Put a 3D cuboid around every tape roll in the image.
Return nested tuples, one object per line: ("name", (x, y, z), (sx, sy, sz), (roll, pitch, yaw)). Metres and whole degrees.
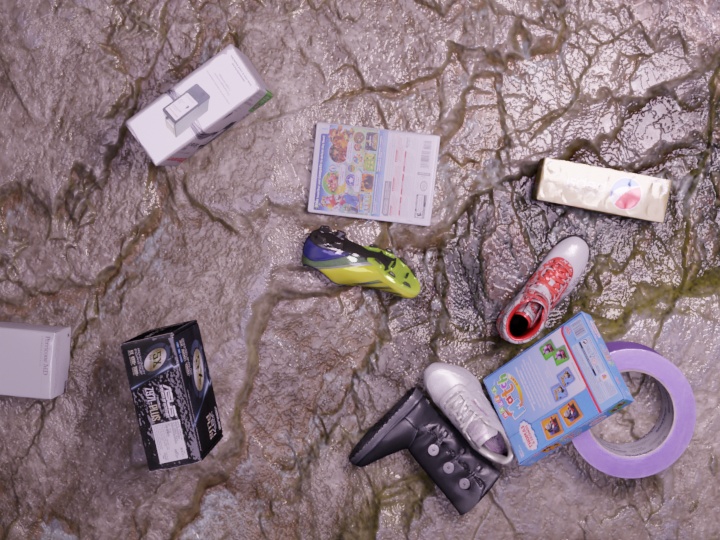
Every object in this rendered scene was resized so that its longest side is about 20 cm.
("tape roll", (0.414, 0.215, 1.540), (0.197, 0.085, 0.203), (0, 94, 3))

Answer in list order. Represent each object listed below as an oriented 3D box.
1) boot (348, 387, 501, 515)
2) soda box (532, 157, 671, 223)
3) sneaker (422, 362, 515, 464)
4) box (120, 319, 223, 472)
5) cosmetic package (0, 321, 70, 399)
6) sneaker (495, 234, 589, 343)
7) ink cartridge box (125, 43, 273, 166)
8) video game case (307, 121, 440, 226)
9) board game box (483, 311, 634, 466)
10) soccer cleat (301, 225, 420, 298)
("boot", (0.103, 0.314, 1.582), (0.165, 0.066, 0.200), (-45, 95, 7))
("soda box", (0.371, -0.125, 1.529), (0.198, 0.064, 0.069), (11, 95, 2))
("sneaker", (0.177, 0.223, 1.549), (0.200, 0.100, 0.075), (45, 98, 1))
("box", (-0.291, 0.192, 1.545), (0.085, 0.164, 0.202), (-12, 92, 4))
("cosmetic package", (-0.579, 0.142, 1.602), (0.197, 0.081, 0.114), (3, 92, 5))
("sneaker", (0.288, 0.032, 1.523), (0.067, 0.108, 0.202), (41, 95, 0))
("ink cartridge box", (-0.244, -0.249, 1.519), (0.199, 0.146, 0.084), (-35, 93, 6))
("video game case", (0.021, -0.154, 1.573), (0.197, 0.018, 0.145), (7, 95, 3))
("board game box", (0.296, 0.181, 1.499), (0.199, 0.036, 0.152), (-38, 56, 26))
("soccer cleat", (0.000, -0.001, 1.573), (0.198, 0.065, 0.084), (25, 125, -2))
